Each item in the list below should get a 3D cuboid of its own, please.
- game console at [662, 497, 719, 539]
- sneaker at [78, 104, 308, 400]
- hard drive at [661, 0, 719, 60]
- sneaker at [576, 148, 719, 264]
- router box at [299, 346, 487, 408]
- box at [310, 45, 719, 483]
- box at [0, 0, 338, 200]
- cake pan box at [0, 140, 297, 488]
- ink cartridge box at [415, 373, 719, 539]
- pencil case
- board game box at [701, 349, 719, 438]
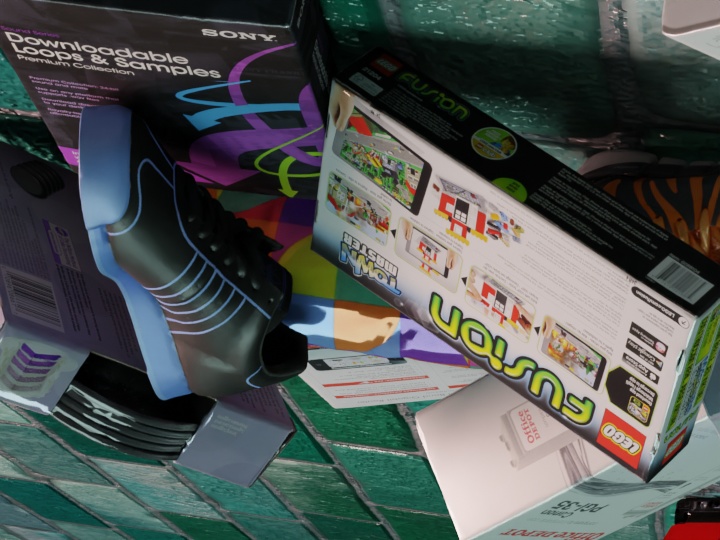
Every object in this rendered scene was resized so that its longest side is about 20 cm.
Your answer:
[{"bbox_3d":[0.353,0.254,1.971,0.172,0.119,0.200,21,163,-38],"label":"game console"},{"bbox_3d":[-0.077,-0.010,1.106,0.078,0.070,0.200,-7,144,7],"label":"sneaker"},{"bbox_3d":[0.235,-0.081,0.917,0.200,0.026,0.132,19,163,-34],"label":"hard drive"},{"bbox_3d":[0.157,-0.004,1.066,0.200,0.112,0.078,-4,118,41],"label":"sneaker"},{"bbox_3d":[0.057,0.028,1.336,0.199,0.049,0.180,-6,163,11],"label":"router box"},{"bbox_3d":[0.066,-0.004,1.035,0.200,0.035,0.110,35,141,23],"label":"box"},{"bbox_3d":[-0.083,-0.088,1.059,0.142,0.036,0.200,7,160,10],"label":"box"},{"bbox_3d":[-0.139,0.019,1.256,0.184,0.052,0.200,21,-154,-33],"label":"cake pan box"},{"bbox_3d":[0.153,0.076,1.279,0.200,0.083,0.146,-31,158,28],"label":"ink cartridge box"},{"bbox_3d":[0.000,0.000,1.202,0.199,0.089,0.088,11,166,10],"label":"pencil case"},{"bbox_3d":[0.264,0.044,1.110,0.199,0.044,0.199,-19,159,9],"label":"board game box"}]
